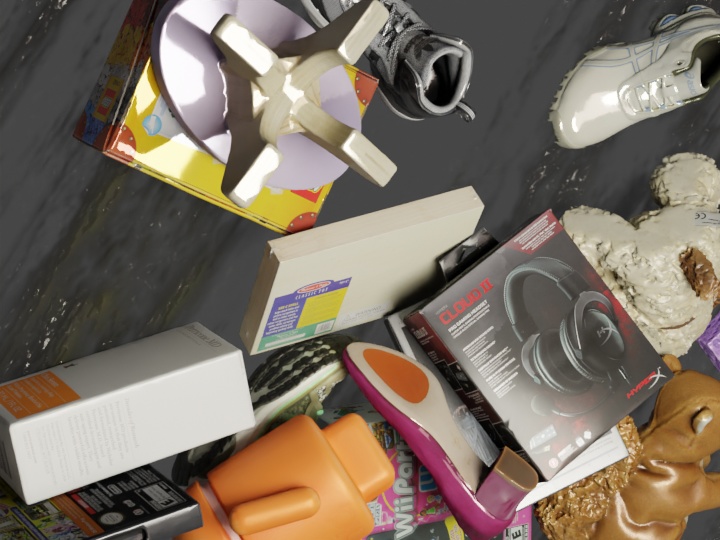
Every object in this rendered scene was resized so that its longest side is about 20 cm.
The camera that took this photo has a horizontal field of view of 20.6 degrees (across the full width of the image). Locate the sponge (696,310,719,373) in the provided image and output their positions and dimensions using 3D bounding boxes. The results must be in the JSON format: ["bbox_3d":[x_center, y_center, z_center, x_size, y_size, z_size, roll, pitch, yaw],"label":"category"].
[{"bbox_3d":[0.423,0.036,1.945,0.200,0.030,0.112,-46,119,-10],"label":"sponge"}]

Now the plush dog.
[{"bbox_3d":[0.277,0.016,1.813,0.199,0.161,0.172,-29,141,-16],"label":"plush dog"}]

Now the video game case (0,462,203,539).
[{"bbox_3d":[-0.241,0.191,1.542,0.180,0.200,0.026,-17,107,-23],"label":"video game case"}]

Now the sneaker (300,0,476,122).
[{"bbox_3d":[0.028,-0.200,1.629,0.075,0.114,0.200,-45,118,-10],"label":"sneaker"}]

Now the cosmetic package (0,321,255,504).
[{"bbox_3d":[-0.198,0.112,1.601,0.199,0.101,0.072,-18,110,-23],"label":"cosmetic package"}]

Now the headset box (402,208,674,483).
[{"bbox_3d":[0.145,0.058,1.688,0.149,0.077,0.200,-37,91,-13],"label":"headset box"}]

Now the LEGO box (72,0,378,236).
[{"bbox_3d":[-0.106,-0.130,1.599,0.199,0.077,0.150,24,91,-30],"label":"LEGO box"}]

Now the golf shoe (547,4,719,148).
[{"bbox_3d":[0.261,-0.171,1.769,0.199,0.097,0.079,-35,118,-14],"label":"golf shoe"}]

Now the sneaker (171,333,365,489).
[{"bbox_3d":[-0.066,0.135,1.694,0.200,0.077,0.089,-41,119,-4],"label":"sneaker"}]

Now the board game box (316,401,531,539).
[{"bbox_3d":[0.056,0.188,1.775,0.199,0.064,0.149,-8,105,-25],"label":"board game box"}]

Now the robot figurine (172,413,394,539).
[{"bbox_3d":[-0.069,0.195,1.608,0.199,0.144,0.117,-33,119,-4],"label":"robot figurine"}]

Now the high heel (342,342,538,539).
[{"bbox_3d":[0.049,0.148,1.664,0.200,0.096,0.067,42,40,6],"label":"high heel"}]

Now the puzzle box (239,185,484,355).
[{"bbox_3d":[0.000,0.000,1.669,0.199,0.026,0.133,-15,149,-27],"label":"puzzle box"}]

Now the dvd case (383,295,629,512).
[{"bbox_3d":[0.128,0.102,1.730,0.150,0.025,0.201,-24,87,-13],"label":"dvd case"}]

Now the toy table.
[{"bbox_3d":[-0.058,-0.134,1.512,0.199,0.117,0.185,27,89,-29],"label":"toy table"}]

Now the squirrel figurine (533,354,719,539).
[{"bbox_3d":[0.254,0.172,1.801,0.199,0.142,0.187,10,125,-20],"label":"squirrel figurine"}]
